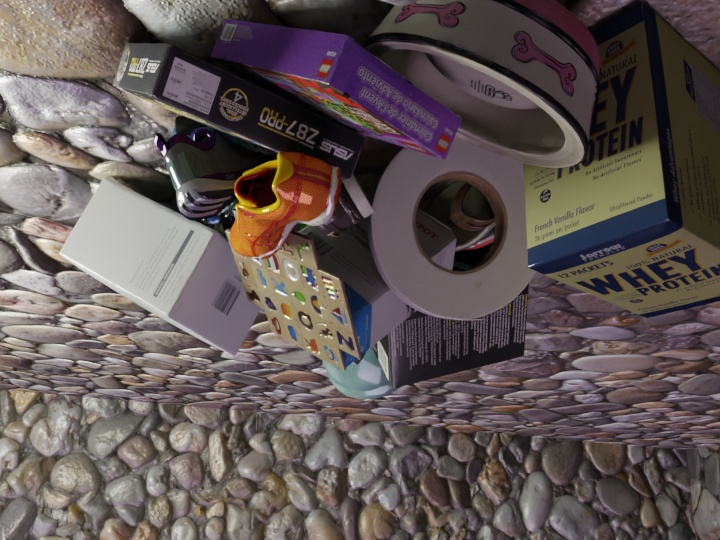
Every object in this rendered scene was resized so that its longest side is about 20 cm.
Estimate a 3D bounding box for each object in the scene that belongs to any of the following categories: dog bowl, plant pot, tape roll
[{"bbox_3d":[0.101,-0.161,0.569,0.196,0.075,0.200,26,178,1],"label":"dog bowl"},{"bbox_3d":[0.006,0.097,1.231,0.195,0.204,0.135,-7,137,24],"label":"plant pot"},{"bbox_3d":[0.105,-0.049,0.777,0.196,0.210,0.037,5,177,-6],"label":"tape roll"}]

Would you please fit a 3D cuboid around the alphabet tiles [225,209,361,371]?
[{"bbox_3d":[-0.077,0.021,0.780,0.197,0.006,0.170,22,136,42],"label":"alphabet tiles"}]

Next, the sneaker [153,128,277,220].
[{"bbox_3d":[-0.122,-0.113,0.742,0.074,0.089,0.199,-33,173,29],"label":"sneaker"}]

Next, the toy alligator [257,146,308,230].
[{"bbox_3d":[-0.071,-0.103,0.887,0.054,0.059,0.201,-38,149,-10],"label":"toy alligator"}]

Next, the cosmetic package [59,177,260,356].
[{"bbox_3d":[-0.256,0.000,0.973,0.196,0.125,0.200,26,168,23],"label":"cosmetic package"}]

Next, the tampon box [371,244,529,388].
[{"bbox_3d":[0.110,0.047,0.984,0.194,0.151,0.129,-10,121,-12],"label":"tampon box"}]

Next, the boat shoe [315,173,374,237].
[{"bbox_3d":[-0.031,-0.079,0.773,0.060,0.073,0.201,-33,-170,1],"label":"boat shoe"}]

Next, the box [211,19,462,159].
[{"bbox_3d":[-0.026,-0.156,0.607,0.135,0.040,0.198,22,-175,-41],"label":"box"}]

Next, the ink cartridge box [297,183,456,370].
[{"bbox_3d":[0.000,0.000,0.858,0.144,0.198,0.086,36,144,30],"label":"ink cartridge box"}]

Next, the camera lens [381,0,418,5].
[{"bbox_3d":[0.066,-0.235,0.346,0.195,0.165,0.159,-9,157,29],"label":"camera lens"}]

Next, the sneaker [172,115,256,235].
[{"bbox_3d":[-0.156,-0.098,0.817,0.076,0.092,0.201,12,159,20],"label":"sneaker"}]

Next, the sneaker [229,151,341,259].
[{"bbox_3d":[-0.087,-0.065,0.659,0.075,0.075,0.199,17,157,-24],"label":"sneaker"}]

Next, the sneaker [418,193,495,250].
[{"bbox_3d":[0.164,-0.058,0.939,0.194,0.080,0.082,-4,165,19],"label":"sneaker"}]

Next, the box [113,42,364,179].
[{"bbox_3d":[-0.115,-0.150,0.665,0.196,0.050,0.160,18,-172,-35],"label":"box"}]

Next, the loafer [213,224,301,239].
[{"bbox_3d":[-0.116,-0.046,1.017,0.194,0.074,0.063,7,167,-21],"label":"loafer"}]

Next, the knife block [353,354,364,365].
[{"bbox_3d":[0.008,0.038,1.061,0.062,0.181,0.199,10,159,-23],"label":"knife block"}]

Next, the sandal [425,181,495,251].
[{"bbox_3d":[0.147,-0.085,0.853,0.198,0.082,0.057,-28,163,38],"label":"sandal"}]

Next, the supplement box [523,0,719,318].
[{"bbox_3d":[0.260,-0.087,0.656,0.196,0.206,0.133,18,154,-36],"label":"supplement box"}]
